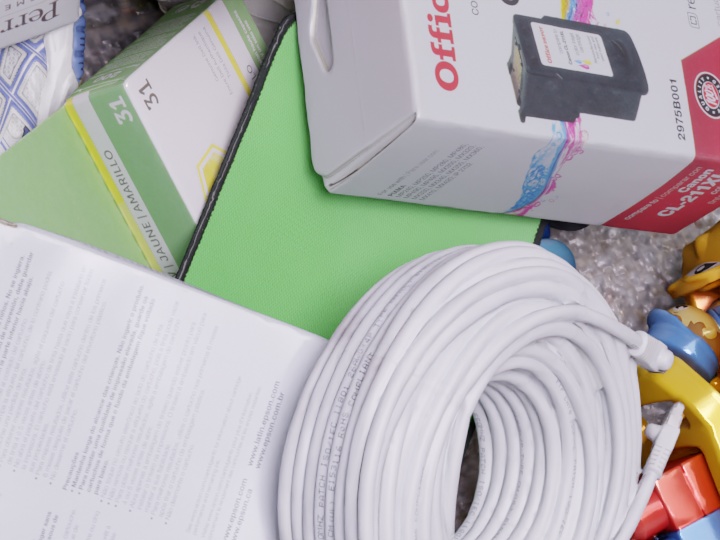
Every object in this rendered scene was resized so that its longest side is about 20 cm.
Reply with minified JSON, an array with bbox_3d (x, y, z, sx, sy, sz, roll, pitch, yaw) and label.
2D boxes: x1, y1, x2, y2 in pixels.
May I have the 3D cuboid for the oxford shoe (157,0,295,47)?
[{"bbox_3d":[-0.088,-0.153,1.182,0.200,0.058,0.075,30,26,-38],"label":"oxford shoe"}]

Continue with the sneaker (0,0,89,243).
[{"bbox_3d":[-0.174,-0.082,1.135,0.088,0.075,0.201,3,67,-23],"label":"sneaker"}]

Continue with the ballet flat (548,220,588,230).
[{"bbox_3d":[0.083,-0.120,1.276,0.073,0.073,0.201,-14,76,-29],"label":"ballet flat"}]

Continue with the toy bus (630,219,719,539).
[{"bbox_3d":[0.181,0.076,1.210,0.191,0.136,0.201,-21,86,-17],"label":"toy bus"}]

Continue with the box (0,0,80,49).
[{"bbox_3d":[-0.244,-0.186,1.071,0.198,0.131,0.201,-23,66,-20],"label":"box"}]

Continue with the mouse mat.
[{"bbox_3d":[0.000,0.000,1.128,0.160,0.008,0.201,30,65,-20],"label":"mouse mat"}]

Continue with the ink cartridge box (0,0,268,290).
[{"bbox_3d":[-0.087,-0.018,1.112,0.200,0.048,0.146,-48,117,-49],"label":"ink cartridge box"}]

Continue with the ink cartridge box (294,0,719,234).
[{"bbox_3d":[0.077,-0.105,1.147,0.199,0.083,0.147,5,67,-32],"label":"ink cartridge box"}]

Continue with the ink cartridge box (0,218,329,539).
[{"bbox_3d":[-0.125,0.091,1.029,0.199,0.041,0.201,22,80,-17],"label":"ink cartridge box"}]

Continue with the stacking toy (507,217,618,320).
[{"bbox_3d":[0.047,-0.030,1.222,0.085,0.085,0.201,-19,72,-30],"label":"stacking toy"}]

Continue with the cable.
[{"bbox_3d":[0.047,0.085,1.075,0.200,0.069,0.201,45,64,-44],"label":"cable"}]
